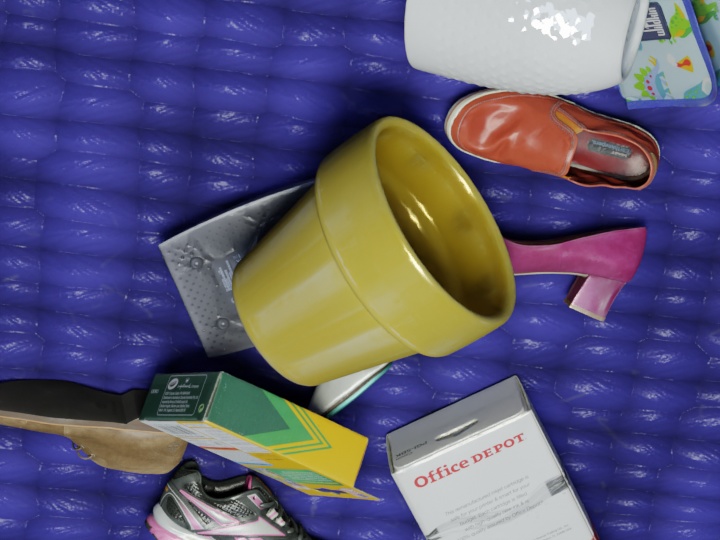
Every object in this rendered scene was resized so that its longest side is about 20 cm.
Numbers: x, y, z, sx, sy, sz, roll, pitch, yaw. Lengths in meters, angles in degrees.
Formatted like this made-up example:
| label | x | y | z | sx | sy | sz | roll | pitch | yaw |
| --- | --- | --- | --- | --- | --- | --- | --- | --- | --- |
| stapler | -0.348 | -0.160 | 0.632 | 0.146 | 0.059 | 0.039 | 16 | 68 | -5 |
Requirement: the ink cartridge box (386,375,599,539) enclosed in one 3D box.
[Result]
| label | x | y | z | sx | sy | sz | roll | pitch | yaw |
| --- | --- | --- | --- | --- | --- | --- | --- | --- | --- |
| ink cartridge box | 0.131 | 0.222 | 1.708 | 0.147 | 0.083 | 0.200 | -25 | 112 | 6 |

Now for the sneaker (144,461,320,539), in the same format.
| label | x | y | z | sx | sy | sz | roll | pitch | yaw |
| --- | --- | --- | --- | --- | --- | --- | --- | --- | --- |
| sneaker | -0.101 | 0.243 | 1.710 | 0.200 | 0.080 | 0.087 | 19 | 99 | -17 |

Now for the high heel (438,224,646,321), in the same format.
| label | x | y | z | sx | sy | sz | roll | pitch | yaw |
| --- | --- | --- | --- | --- | --- | --- | --- | --- | --- |
| high heel | 0.161 | -0.034 | 1.619 | 0.200 | 0.067 | 0.096 | 25 | 97 | -7 |

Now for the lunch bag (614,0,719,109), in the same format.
| label | x | y | z | sx | sy | sz | roll | pitch | yaw |
| --- | --- | --- | --- | --- | --- | --- | --- | --- | --- |
| lunch bag | 0.291 | -0.240 | 1.513 | 0.200 | 0.128 | 0.170 | -15 | 113 | 22 |

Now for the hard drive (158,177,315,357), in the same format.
| label | x | y | z | sx | sy | sz | roll | pitch | yaw |
| --- | --- | --- | --- | --- | --- | --- | --- | --- | --- |
| hard drive | -0.069 | -0.011 | 1.623 | 0.200 | 0.042 | 0.135 | -21 | 112 | 4 |

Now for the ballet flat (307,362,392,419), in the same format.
| label | x | y | z | sx | sy | sz | roll | pitch | yaw |
| --- | --- | --- | --- | --- | --- | --- | --- | --- | --- |
| ballet flat | 0.018 | 0.064 | 1.655 | 0.200 | 0.069 | 0.069 | -37 | 110 | 8 |

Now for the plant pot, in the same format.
| label | x | y | z | sx | sy | sz | roll | pitch | yaw |
| --- | --- | --- | --- | --- | --- | --- | --- | --- | --- |
| plant pot | 0.000 | 0.000 | 1.516 | 0.189 | 0.201 | 0.201 | -31 | 111 | 25 |

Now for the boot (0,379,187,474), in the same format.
| label | x | y | z | sx | sy | sz | roll | pitch | yaw |
| --- | --- | --- | --- | --- | --- | --- | --- | --- | --- |
| boot | -0.259 | 0.151 | 1.667 | 0.200 | 0.074 | 0.076 | 9 | 118 | -10 |

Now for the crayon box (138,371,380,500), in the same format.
| label | x | y | z | sx | sy | sz | roll | pitch | yaw |
| --- | --- | --- | --- | --- | --- | --- | --- | --- | --- |
| crayon box | -0.085 | 0.151 | 1.628 | 0.200 | 0.126 | 0.052 | 28 | 71 | -29 |

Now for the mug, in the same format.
| label | x | y | z | sx | sy | sz | roll | pitch | yaw |
| --- | --- | --- | --- | --- | --- | --- | --- | --- | --- |
| mug | 0.147 | -0.209 | 1.488 | 0.175 | 0.200 | 0.148 | 16 | 73 | 16 |

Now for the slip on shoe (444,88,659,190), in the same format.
| label | x | y | z | sx | sy | sz | roll | pitch | yaw |
| --- | --- | --- | --- | --- | --- | --- | --- | --- | --- |
| slip on shoe | 0.174 | -0.115 | 1.585 | 0.200 | 0.061 | 0.074 | 13 | 113 | -7 |
